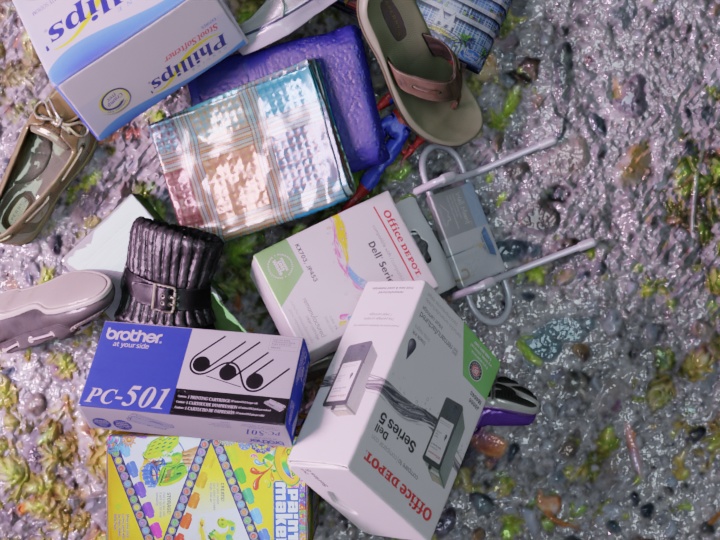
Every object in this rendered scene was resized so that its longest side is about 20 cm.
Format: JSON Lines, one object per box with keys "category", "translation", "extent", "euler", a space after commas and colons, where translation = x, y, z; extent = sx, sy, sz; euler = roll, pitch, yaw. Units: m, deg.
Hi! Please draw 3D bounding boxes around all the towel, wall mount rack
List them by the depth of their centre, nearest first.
{"category": "towel", "translation": [-0.113, -0.114, 1.366], "extent": [0.197, 0.022, 0.149], "euler": [-18, 90, 18]}
{"category": "towel", "translation": [-0.075, -0.161, 1.386], "extent": [0.197, 0.049, 0.150], "euler": [-12, 93, 17]}
{"category": "wall mount rack", "translation": [0.147, -0.053, 1.389], "extent": [0.172, 0.074, 0.203], "euler": [-20, 89, -37]}

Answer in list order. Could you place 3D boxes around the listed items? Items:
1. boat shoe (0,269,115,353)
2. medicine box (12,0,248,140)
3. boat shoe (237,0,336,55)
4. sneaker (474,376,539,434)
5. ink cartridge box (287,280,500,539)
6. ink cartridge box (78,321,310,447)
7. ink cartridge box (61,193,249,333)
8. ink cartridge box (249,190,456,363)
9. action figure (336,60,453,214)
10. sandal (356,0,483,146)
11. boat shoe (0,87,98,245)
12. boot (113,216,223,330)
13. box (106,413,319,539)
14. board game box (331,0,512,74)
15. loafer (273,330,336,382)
{"category": "boat shoe", "translation": [-0.316, 0.046, 1.371], "extent": [0.198, 0.067, 0.057], "euler": [-9, 124, 34]}
{"category": "medicine box", "translation": [-0.240, -0.267, 1.339], "extent": [0.181, 0.103, 0.201], "euler": [-33, 55, 1]}
{"category": "boat shoe", "translation": [-0.058, -0.298, 1.325], "extent": [0.200, 0.075, 0.087], "euler": [-30, 105, 22]}
{"category": "sneaker", "translation": [0.090, 0.158, 1.398], "extent": [0.197, 0.081, 0.085], "euler": [-6, 103, 11]}
{"category": "ink cartridge box", "translation": [0.035, 0.133, 1.263], "extent": [0.146, 0.083, 0.202], "euler": [45, 57, -36]}
{"category": "ink cartridge box", "translation": [-0.152, 0.105, 1.238], "extent": [0.197, 0.044, 0.095], "euler": [4, 56, 11]}
{"category": "ink cartridge box", "translation": [-0.208, 0.029, 1.401], "extent": [0.104, 0.059, 0.200], "euler": [-41, 89, 2]}
{"category": "ink cartridge box", "translation": [0.000, 0.000, 1.360], "extent": [0.198, 0.067, 0.118], "euler": [-27, 79, -15]}
{"category": "action figure", "translation": [0.032, -0.143, 1.403], "extent": [0.065, 0.052, 0.200], "euler": [41, 89, 6]}
{"category": "sandal", "translation": [0.063, -0.204, 1.337], "extent": [0.080, 0.057, 0.202], "euler": [-45, 121, -15]}
{"category": "boat shoe", "translation": [-0.333, -0.119, 1.402], "extent": [0.073, 0.063, 0.202], "euler": [32, 91, 1]}
{"category": "boot", "translation": [-0.153, 0.046, 1.323], "extent": [0.208, 0.079, 0.160], "euler": [20, 91, 8]}
{"category": "box", "translation": [-0.140, 0.214, 1.330], "extent": [0.189, 0.200, 0.124], "euler": [0, 90, 1]}
{"category": "board game box", "translation": [0.077, -0.341, 1.393], "extent": [0.198, 0.062, 0.202], "euler": [24, 91, 1]}
{"category": "loafer", "translation": [-0.064, 0.086, 1.401], "extent": [0.197, 0.072, 0.064], "euler": [-18, 73, -5]}
